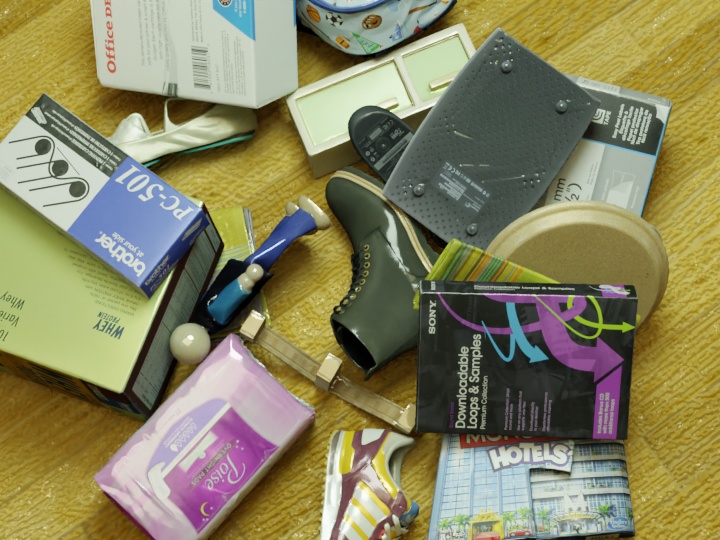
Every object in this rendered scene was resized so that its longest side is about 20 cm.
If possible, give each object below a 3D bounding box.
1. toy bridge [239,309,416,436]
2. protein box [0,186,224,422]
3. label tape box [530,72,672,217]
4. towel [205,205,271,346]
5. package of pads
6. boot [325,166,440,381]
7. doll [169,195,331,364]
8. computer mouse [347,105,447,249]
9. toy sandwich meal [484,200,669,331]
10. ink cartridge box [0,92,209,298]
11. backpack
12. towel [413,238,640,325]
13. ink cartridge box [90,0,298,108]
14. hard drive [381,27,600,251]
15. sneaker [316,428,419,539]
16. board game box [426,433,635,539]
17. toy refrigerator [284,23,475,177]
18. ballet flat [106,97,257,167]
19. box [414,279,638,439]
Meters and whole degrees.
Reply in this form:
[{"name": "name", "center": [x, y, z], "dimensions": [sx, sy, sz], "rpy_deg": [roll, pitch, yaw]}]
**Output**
[{"name": "toy bridge", "center": [-0.032, 0.101, 1.611], "dimensions": [0.199, 0.067, 0.027], "rpy_deg": [30, 78, 4]}, {"name": "protein box", "center": [-0.267, 0.013, 1.605], "dimensions": [0.198, 0.135, 0.201], "rpy_deg": [18, 74, 11]}, {"name": "label tape box", "center": [0.193, -0.121, 1.630], "dimensions": [0.199, 0.066, 0.144], "rpy_deg": [15, 106, 6]}, {"name": "towel", "center": [-0.196, 0.014, 1.680], "dimensions": [0.199, 0.023, 0.144], "rpy_deg": [-9, 72, 2]}, {"name": "package of pads", "center": [-0.148, 0.171, 1.589], "dimensions": [0.120, 0.076, 0.200], "rpy_deg": [43, 81, 2]}, {"name": "boot", "center": [0.000, 0.000, 1.613], "dimensions": [0.138, 0.078, 0.200], "rpy_deg": [-31, 69, -31]}, {"name": "doll", "center": [-0.114, 0.011, 1.600], "dimensions": [0.048, 0.136, 0.200], "rpy_deg": [46, 71, -9]}, {"name": "computer mouse", "center": [0.061, -0.086, 1.653], "dimensions": [0.059, 0.034, 0.200], "rpy_deg": [-39, 101, 5]}, {"name": "toy sandwich meal", "center": [0.193, 0.004, 1.571], "dimensions": [0.204, 0.206, 0.070], "rpy_deg": [-8, 37, 2]}, {"name": "ink cartridge box", "center": [-0.247, -0.070, 1.535], "dimensions": [0.200, 0.044, 0.094], "rpy_deg": [35, 79, 15]}, {"name": "backpack", "center": [0.002, -0.320, 1.688], "dimensions": [0.200, 0.154, 0.191], "rpy_deg": [-40, 61, -7]}, {"name": "towel", "center": [0.154, 0.039, 1.535], "dimensions": [0.199, 0.086, 0.018], "rpy_deg": [22, 36, -12]}, {"name": "ink cartridge box", "center": [-0.169, -0.254, 1.667], "dimensions": [0.199, 0.084, 0.147], "rpy_deg": [12, 116, 29]}, {"name": "hard drive", "center": [0.126, -0.120, 1.589], "dimensions": [0.135, 0.042, 0.200], "rpy_deg": [36, 108, 1]}, {"name": "sneaker", "center": [0.009, 0.247, 1.559], "dimensions": [0.090, 0.075, 0.201], "rpy_deg": [-1, 73, 11]}, {"name": "board game box", "center": [0.154, 0.161, 1.580], "dimensions": [0.199, 0.062, 0.201], "rpy_deg": [-6, 73, 3]}, {"name": "toy refrigerator", "center": [0.029, -0.176, 1.695], "dimensions": [0.199, 0.070, 0.076], "rpy_deg": [-22, 71, -2]}, {"name": "ballet flat", "center": [-0.207, -0.141, 1.705], "dimensions": [0.199, 0.070, 0.070], "rpy_deg": [-19, 71, -8]}, {"name": "box", "center": [0.150, 0.083, 1.515], "dimensions": [0.199, 0.036, 0.144], "rpy_deg": [2, 110, 3]}]
